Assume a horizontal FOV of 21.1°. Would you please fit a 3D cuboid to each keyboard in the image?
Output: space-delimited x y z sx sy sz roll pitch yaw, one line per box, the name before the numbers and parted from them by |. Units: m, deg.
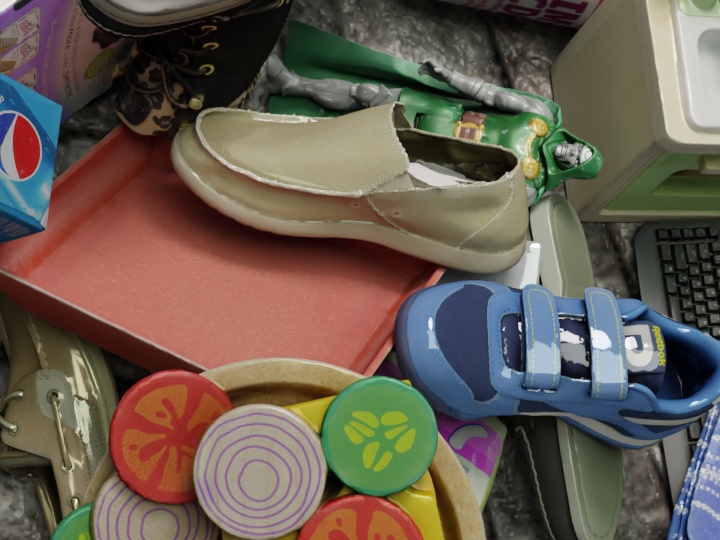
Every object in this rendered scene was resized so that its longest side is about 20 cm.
keyboard | 0.000 0.000 1.077 0.198 0.011 0.057 7 71 6
keyboard | 0.234 0.065 1.152 0.126 0.021 0.202 -1 72 -16

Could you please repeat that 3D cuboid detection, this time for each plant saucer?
plant saucer | -0.070 0.001 1.006 0.199 0.037 0.200 25 34 9

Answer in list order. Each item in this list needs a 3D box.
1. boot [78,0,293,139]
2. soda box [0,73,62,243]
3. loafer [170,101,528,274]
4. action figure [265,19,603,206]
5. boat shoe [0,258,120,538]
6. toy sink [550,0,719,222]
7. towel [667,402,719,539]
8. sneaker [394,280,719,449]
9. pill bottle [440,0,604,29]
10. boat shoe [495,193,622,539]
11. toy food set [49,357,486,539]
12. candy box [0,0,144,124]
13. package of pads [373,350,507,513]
boot | -0.090 -0.129 1.009 0.073 0.151 0.200 40 41 7
soda box | -0.239 -0.041 0.954 0.064 0.199 0.068 28 58 -46
loafer | -0.001 -0.057 1.027 0.198 0.069 0.076 12 34 -9
action figure | 0.040 -0.077 1.095 0.198 0.055 0.119 10 79 9
boat shoe | -0.160 0.082 1.005 0.065 0.072 0.201 -21 83 -23
toy sink | 0.208 -0.105 1.106 0.129 0.200 0.113 0 71 -17
towel | 0.270 0.103 1.126 0.144 0.024 0.201 26 67 -6
sneaker | 0.108 0.042 1.001 0.199 0.082 0.075 11 70 -32
pill bottle | 0.128 -0.205 1.165 0.198 0.113 0.114 9 69 -13
boat shoe | 0.103 0.060 1.094 0.072 0.060 0.203 23 57 -57
toy food set | -0.040 0.136 0.880 0.198 0.049 0.200 -13 94 -1
candy box | -0.167 -0.147 1.026 0.072 0.168 0.200 45 64 10
package of pads | -0.017 0.120 0.997 0.154 0.068 0.200 33 41 -4
